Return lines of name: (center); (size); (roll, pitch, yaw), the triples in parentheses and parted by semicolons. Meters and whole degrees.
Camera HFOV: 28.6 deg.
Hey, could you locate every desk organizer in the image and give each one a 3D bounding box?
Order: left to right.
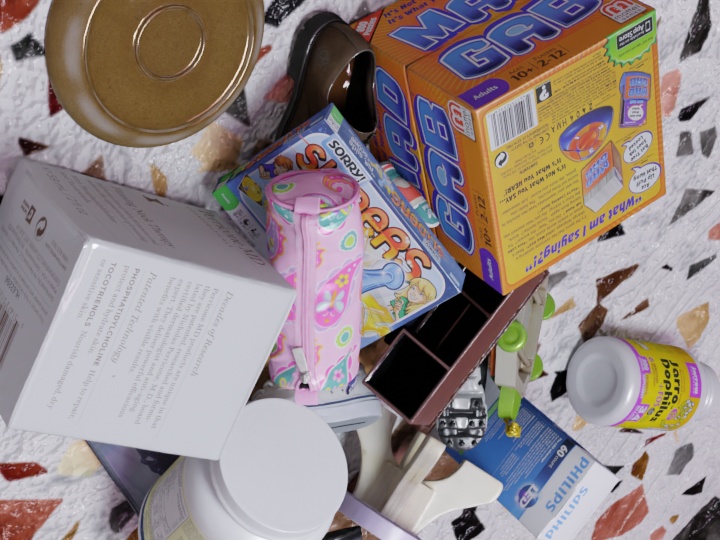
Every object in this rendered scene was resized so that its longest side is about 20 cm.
desk organizer: (0.093, 0.056, 1.394); (0.201, 0.072, 0.077); (-53, 162, 5)

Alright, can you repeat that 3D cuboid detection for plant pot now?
plant pot: (-0.160, -0.189, 1.155); (0.199, 0.027, 0.202); (-19, 126, -27)

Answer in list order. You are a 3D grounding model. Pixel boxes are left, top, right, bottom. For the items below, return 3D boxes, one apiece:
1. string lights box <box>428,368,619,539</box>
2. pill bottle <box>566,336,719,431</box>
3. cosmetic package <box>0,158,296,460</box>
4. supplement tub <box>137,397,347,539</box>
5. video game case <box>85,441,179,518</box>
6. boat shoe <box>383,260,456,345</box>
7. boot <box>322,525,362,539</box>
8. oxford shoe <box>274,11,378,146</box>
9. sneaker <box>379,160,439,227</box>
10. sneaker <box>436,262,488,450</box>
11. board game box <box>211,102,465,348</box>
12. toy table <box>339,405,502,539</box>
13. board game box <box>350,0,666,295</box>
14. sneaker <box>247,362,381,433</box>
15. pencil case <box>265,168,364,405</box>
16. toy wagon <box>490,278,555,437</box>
string lights box: (0.174, 0.202, 1.536); (0.103, 0.200, 0.059); (-52, 135, 3)
pill bottle: (0.346, 0.139, 1.697); (0.199, 0.104, 0.105); (9, 111, -41)
cosmetic package: (-0.197, 0.033, 1.160); (0.199, 0.167, 0.168); (15, 107, -39)
supplement tub: (-0.107, 0.212, 1.282); (0.144, 0.146, 0.200); (-9, 157, -33)
video game case: (-0.180, 0.161, 1.366); (0.142, 0.019, 0.201); (-36, 132, -14)
boat shoe: (0.066, -0.013, 1.421); (0.200, 0.075, 0.093); (-43, 152, -10)
boot: (-0.032, 0.345, 1.455); (0.069, 0.133, 0.200); (-9, 161, -23)
oxford shoe: (-0.028, -0.120, 1.261); (0.072, 0.084, 0.202); (-17, 129, -34)
sneaker: (0.000, 0.000, 1.318); (0.201, 0.093, 0.070); (-57, 164, 27)
sneaker: (0.107, 0.084, 1.508); (0.066, 0.091, 0.202); (2, 100, -2)
board game box: (-0.018, -0.032, 1.254); (0.135, 0.035, 0.200); (-31, 110, 27)
toy table: (0.044, 0.224, 1.483); (0.183, 0.200, 0.118); (34, 84, -11)
board game box: (0.135, -0.144, 1.290); (0.199, 0.200, 0.201); (-30, 131, -20)
sneaker: (-0.072, 0.130, 1.395); (0.199, 0.071, 0.073); (-3, 154, -39)
pencil case: (-0.040, 0.013, 1.215); (0.087, 0.087, 0.202); (-16, 125, -29)
toy wagon: (0.168, 0.074, 1.492); (0.155, 0.039, 0.202); (48, 53, -69)
